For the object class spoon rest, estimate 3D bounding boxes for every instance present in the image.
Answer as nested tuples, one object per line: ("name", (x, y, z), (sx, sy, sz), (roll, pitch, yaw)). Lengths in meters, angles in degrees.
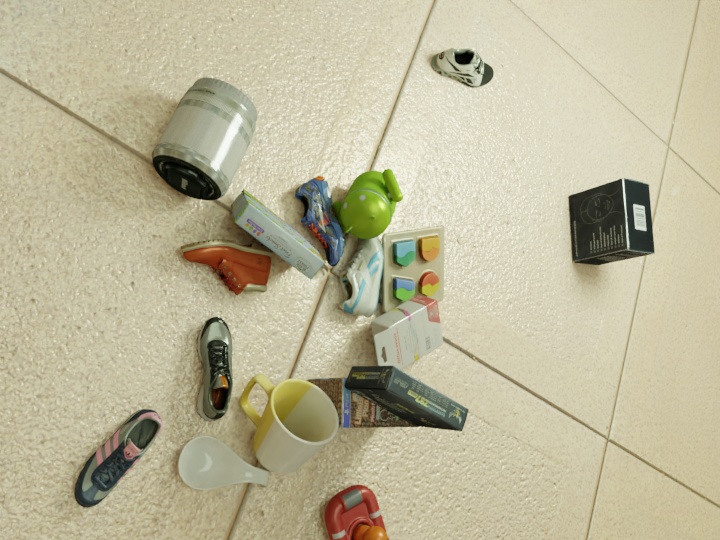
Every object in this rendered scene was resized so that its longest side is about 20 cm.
("spoon rest", (-0.260, 0.385, 1.384), (0.198, 0.060, 0.101), (22, 71, -28))

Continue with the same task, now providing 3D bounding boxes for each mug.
("mug", (-0.147, 0.308, 1.415), (0.147, 0.154, 0.188), (6, 42, -36))

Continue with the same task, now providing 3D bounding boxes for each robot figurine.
("robot figurine", (0.021, -0.147, 1.592), (0.116, 0.174, 0.201), (53, 29, -19))

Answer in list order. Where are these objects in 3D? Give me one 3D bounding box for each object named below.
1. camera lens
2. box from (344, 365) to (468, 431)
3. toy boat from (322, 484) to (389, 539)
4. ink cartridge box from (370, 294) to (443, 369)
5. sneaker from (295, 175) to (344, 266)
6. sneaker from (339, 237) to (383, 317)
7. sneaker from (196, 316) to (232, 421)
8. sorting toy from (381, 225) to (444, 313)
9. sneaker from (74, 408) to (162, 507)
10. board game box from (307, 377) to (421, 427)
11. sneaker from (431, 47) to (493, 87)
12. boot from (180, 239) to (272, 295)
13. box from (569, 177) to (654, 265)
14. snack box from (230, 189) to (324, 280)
("camera lens", (-0.306, -0.254, 1.401), (0.159, 0.159, 0.203), (32, 67, -24))
("box", (0.088, 0.249, 1.380), (0.198, 0.157, 0.052), (32, 67, -25))
("toy boat", (0.011, 0.559, 1.483), (0.129, 0.130, 0.204), (-18, 92, -32))
("ink cartridge box", (0.094, 0.151, 1.623), (0.198, 0.067, 0.119), (-25, 115, -34))
("sneaker", (-0.093, -0.104, 1.573), (0.077, 0.075, 0.203), (-16, 85, -21))
("sneaker", (0.000, 0.000, 1.604), (0.079, 0.076, 0.204), (12, 73, -24))
("sneaker", (-0.278, 0.192, 1.394), (0.073, 0.079, 0.204), (4, 79, -29))
("sorting toy", (0.131, -0.003, 1.677), (0.197, 0.036, 0.189), (-11, 107, -34))
("sneaker", (-0.432, 0.333, 1.270), (0.070, 0.082, 0.201), (43, 63, -19))
("board game box", (0.007, 0.281, 1.511), (0.197, 0.159, 0.099), (7, 78, -30))
("sneaker", (0.291, -0.540, 1.871), (0.197, 0.088, 0.076), (1, 80, -33))
("boot", (-0.270, -0.007, 1.438), (0.197, 0.075, 0.110), (7, 83, -32))
("box", (0.703, -0.132, 1.997), (0.122, 0.195, 0.204), (5, 79, -32))
("snack box", (-0.173, -0.076, 1.465), (0.199, 0.142, 0.053), (38, 97, -22))
